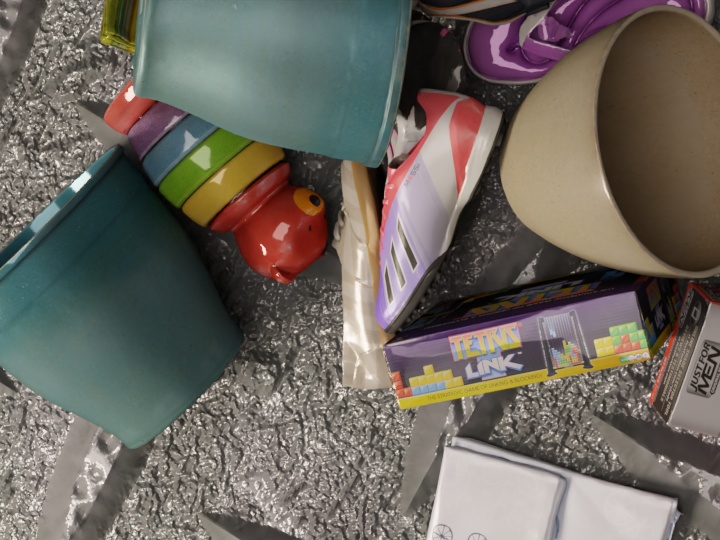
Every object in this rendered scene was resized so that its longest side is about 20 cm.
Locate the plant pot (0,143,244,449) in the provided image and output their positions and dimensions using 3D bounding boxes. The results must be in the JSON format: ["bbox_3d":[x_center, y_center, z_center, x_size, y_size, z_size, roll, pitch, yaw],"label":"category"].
[{"bbox_3d":[-0.201,0.033,1.773,0.200,0.200,0.188,-41,100,18],"label":"plant pot"}]

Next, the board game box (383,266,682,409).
[{"bbox_3d":[0.135,0.045,1.676,0.199,0.165,0.057,-13,95,18],"label":"board game box"}]

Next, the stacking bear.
[{"bbox_3d":[-0.103,-0.080,1.762,0.114,0.121,0.200,-41,88,29],"label":"stacking bear"}]

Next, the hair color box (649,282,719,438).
[{"bbox_3d":[0.329,0.085,1.638,0.199,0.061,0.102,15,103,-12],"label":"hair color box"}]

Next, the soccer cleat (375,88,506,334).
[{"bbox_3d":[0.044,-0.046,1.685,0.073,0.068,0.201,23,113,-2],"label":"soccer cleat"}]

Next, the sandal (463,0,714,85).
[{"bbox_3d":[0.170,-0.195,1.688,0.202,0.050,0.083,-12,92,20],"label":"sandal"}]

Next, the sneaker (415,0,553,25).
[{"bbox_3d":[0.132,-0.238,1.658,0.199,0.079,0.079,-8,66,-3],"label":"sneaker"}]

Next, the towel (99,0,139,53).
[{"bbox_3d":[-0.104,-0.190,1.714,0.199,0.018,0.087,15,64,-20],"label":"towel"}]

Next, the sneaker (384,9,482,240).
[{"bbox_3d":[0.052,-0.115,1.730,0.080,0.086,0.201,-3,119,-9],"label":"sneaker"}]

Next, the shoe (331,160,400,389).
[{"bbox_3d":[0.000,0.000,1.760,0.053,0.070,0.201,-6,99,11],"label":"shoe"}]

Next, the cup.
[{"bbox_3d":[0.188,-0.086,1.642,0.143,0.200,0.201,-10,96,46],"label":"cup"}]

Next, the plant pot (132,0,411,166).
[{"bbox_3d":[-0.070,-0.185,1.608,0.187,0.200,0.201,5,101,-7],"label":"plant pot"}]

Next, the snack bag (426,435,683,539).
[{"bbox_3d":[0.146,0.249,1.780,0.199,0.021,0.190,15,102,14],"label":"snack bag"}]
